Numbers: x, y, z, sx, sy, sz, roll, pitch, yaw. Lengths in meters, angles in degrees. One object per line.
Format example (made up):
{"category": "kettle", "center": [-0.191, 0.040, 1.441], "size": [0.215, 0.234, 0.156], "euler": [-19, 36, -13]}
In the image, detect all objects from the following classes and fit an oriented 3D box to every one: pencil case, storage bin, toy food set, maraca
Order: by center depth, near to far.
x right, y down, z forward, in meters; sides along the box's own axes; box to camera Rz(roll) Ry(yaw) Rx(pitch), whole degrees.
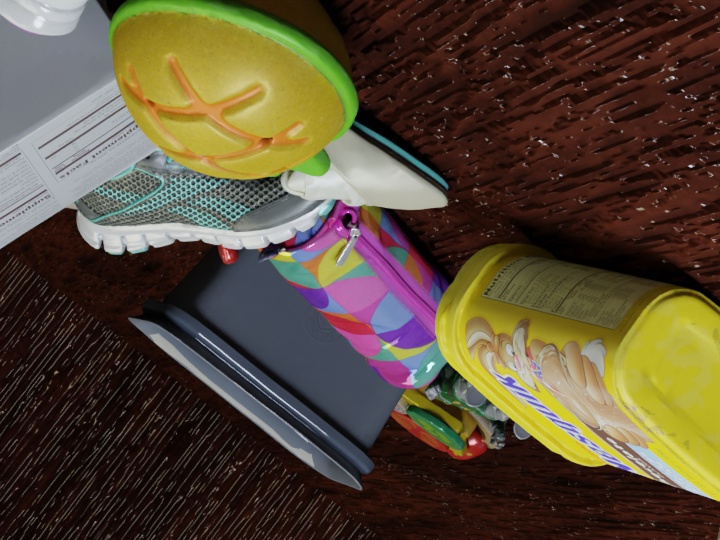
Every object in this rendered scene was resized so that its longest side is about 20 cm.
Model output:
{"category": "maraca", "center": [-0.068, -0.097, 1.521], "size": [0.137, 0.107, 0.200], "euler": [21, 160, 4]}
{"category": "pencil case", "center": [0.000, 0.000, 1.864], "size": [0.088, 0.088, 0.200], "euler": [29, 169, 39]}
{"category": "storage bin", "center": [-0.048, 0.045, 2.094], "size": [0.200, 0.134, 0.146], "euler": [40, 170, -15]}
{"category": "toy food set", "center": [0.025, 0.086, 2.289], "size": [0.200, 0.049, 0.198], "euler": [35, 171, 13]}

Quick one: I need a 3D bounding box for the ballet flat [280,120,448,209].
{"category": "ballet flat", "center": [-0.042, -0.082, 1.665], "size": [0.200, 0.069, 0.069], "euler": [38, 171, -5]}

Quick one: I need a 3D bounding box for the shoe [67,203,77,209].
{"category": "shoe", "center": [-0.213, -0.077, 1.861], "size": [0.200, 0.070, 0.053], "euler": [13, 160, -19]}

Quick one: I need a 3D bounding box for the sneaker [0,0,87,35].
{"category": "sneaker", "center": [-0.197, -0.227, 1.558], "size": [0.200, 0.100, 0.075], "euler": [51, -143, 13]}

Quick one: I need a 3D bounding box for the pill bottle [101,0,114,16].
{"category": "pill bottle", "center": [-0.233, -0.161, 1.837], "size": [0.200, 0.111, 0.111], "euler": [32, 169, 31]}

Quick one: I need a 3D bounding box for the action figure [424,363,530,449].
{"category": "action figure", "center": [0.086, 0.088, 2.076], "size": [0.118, 0.055, 0.200], "euler": [35, 175, -7]}

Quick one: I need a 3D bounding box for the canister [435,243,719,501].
{"category": "canister", "center": [0.147, 0.058, 1.590], "size": [0.149, 0.087, 0.200], "euler": [41, 169, -23]}

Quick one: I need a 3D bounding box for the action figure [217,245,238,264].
{"category": "action figure", "center": [-0.099, -0.091, 1.824], "size": [0.200, 0.065, 0.052], "euler": [67, -166, -45]}

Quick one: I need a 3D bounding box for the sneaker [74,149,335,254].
{"category": "sneaker", "center": [-0.102, -0.063, 1.754], "size": [0.200, 0.078, 0.091], "euler": [-9, 139, 23]}

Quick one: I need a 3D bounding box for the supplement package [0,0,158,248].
{"category": "supplement package", "center": [-0.227, -0.131, 1.643], "size": [0.200, 0.156, 0.111], "euler": [56, 176, 20]}

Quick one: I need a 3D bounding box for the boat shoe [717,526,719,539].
{"category": "boat shoe", "center": [0.247, 0.138, 1.663], "size": [0.068, 0.072, 0.200], "euler": [20, 172, 3]}
